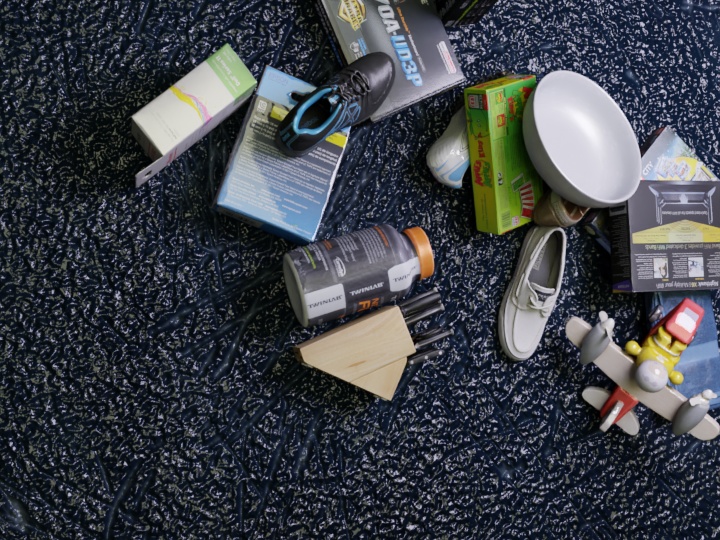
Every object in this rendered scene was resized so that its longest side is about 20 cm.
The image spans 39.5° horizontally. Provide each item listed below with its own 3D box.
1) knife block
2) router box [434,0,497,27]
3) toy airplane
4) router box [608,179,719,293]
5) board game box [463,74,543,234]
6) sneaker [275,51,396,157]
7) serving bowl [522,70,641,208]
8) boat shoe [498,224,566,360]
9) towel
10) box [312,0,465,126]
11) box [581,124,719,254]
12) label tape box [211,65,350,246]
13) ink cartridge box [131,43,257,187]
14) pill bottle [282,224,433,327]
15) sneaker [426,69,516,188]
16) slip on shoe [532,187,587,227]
[{"bbox_3d":[0.026,0.081,1.398,0.197,0.064,0.178,24,82,-11],"label":"knife block"},{"bbox_3d":[0.146,-0.436,1.378,0.061,0.200,0.153,-8,89,-9],"label":"router box"},{"bbox_3d":[0.402,0.151,1.430,0.196,0.141,0.204,-8,93,13],"label":"toy airplane"},{"bbox_3d":[0.458,-0.050,1.464,0.196,0.052,0.161,-1,87,-22],"label":"router box"},{"bbox_3d":[0.205,-0.164,1.414,0.100,0.047,0.204,-21,113,-35],"label":"board game box"},{"bbox_3d":[-0.023,-0.223,1.328,0.200,0.082,0.073,-42,94,-15],"label":"sneaker"},{"bbox_3d":[0.295,-0.171,1.384,0.197,0.066,0.204,16,58,-28],"label":"serving bowl"},{"bbox_3d":[0.255,0.032,1.452,0.071,0.066,0.204,20,87,-13],"label":"boat shoe"},{"bbox_3d":[0.493,0.113,1.520,0.109,0.048,0.205,-8,89,-15],"label":"towel"},{"bbox_3d":[0.040,-0.329,1.428,0.157,0.046,0.203,-24,93,-14],"label":"box"},{"bbox_3d":[0.446,-0.099,1.522,0.136,0.038,0.201,42,79,-9],"label":"box"},{"bbox_3d":[-0.103,-0.154,1.376,0.142,0.063,0.204,21,80,-12],"label":"label tape box"},{"bbox_3d":[-0.237,-0.201,1.317,0.199,0.117,0.068,-41,96,-13],"label":"ink cartridge box"},{"bbox_3d":[0.000,0.000,1.373,0.196,0.106,0.108,-17,91,-13],"label":"pill bottle"},{"bbox_3d":[0.166,-0.207,1.450,0.201,0.071,0.073,-54,127,-14],"label":"sneaker"},{"bbox_3d":[0.318,-0.119,1.464,0.077,0.060,0.200,55,48,-10],"label":"slip on shoe"}]
